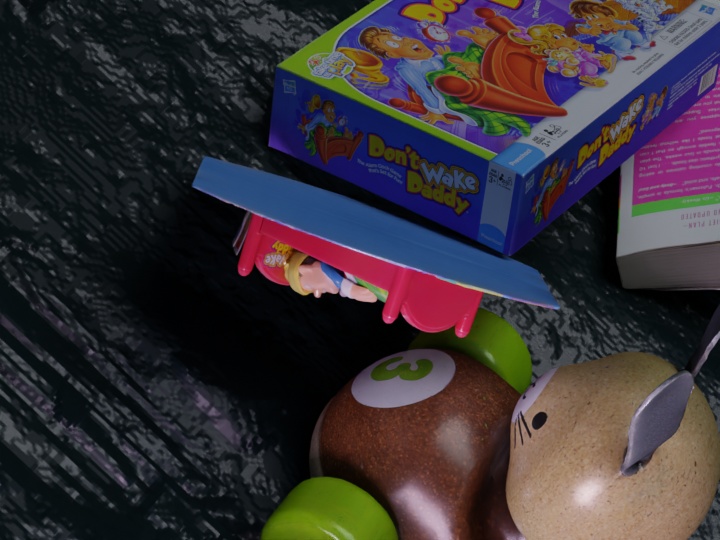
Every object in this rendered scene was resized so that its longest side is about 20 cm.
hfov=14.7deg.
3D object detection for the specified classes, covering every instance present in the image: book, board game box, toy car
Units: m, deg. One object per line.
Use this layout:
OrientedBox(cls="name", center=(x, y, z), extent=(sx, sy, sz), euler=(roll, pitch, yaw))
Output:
OrientedBox(cls="book", center=(0.197, -0.080, 1.400), extent=(0.133, 0.048, 0.201), euler=(-3, 50, 14))
OrientedBox(cls="board game box", center=(0.000, 0.000, 1.179), extent=(0.157, 0.039, 0.200), euler=(19, 7, -4))
OrientedBox(cls="board game box", center=(0.068, -0.091, 1.318), extent=(0.134, 0.045, 0.200), euler=(25, 38, 24))
OrientedBox(cls="toy car", center=(0.083, 0.069, 1.141), extent=(0.158, 0.200, 0.164), euler=(43, 44, -1))
